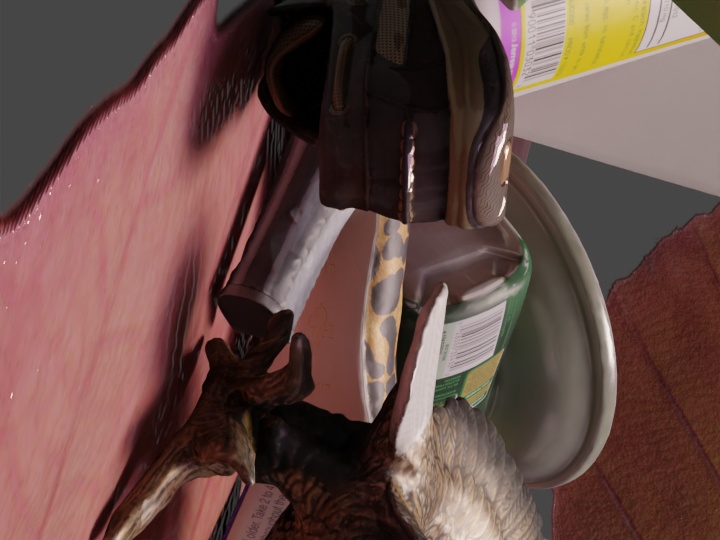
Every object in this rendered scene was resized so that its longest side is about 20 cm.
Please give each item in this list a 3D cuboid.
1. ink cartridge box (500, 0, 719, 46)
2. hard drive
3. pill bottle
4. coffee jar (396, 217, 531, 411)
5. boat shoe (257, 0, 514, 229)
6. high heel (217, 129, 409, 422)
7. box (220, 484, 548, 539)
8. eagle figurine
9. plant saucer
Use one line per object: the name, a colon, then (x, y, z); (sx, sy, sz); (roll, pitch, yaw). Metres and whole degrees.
ink cartridge box: (0.060, -0.108, 0.603); (0.048, 0.200, 0.146); (-41, 173, 0)
hard drive: (0.128, -0.128, 1.117); (0.027, 0.199, 0.133); (-51, 156, -61)
pill bottle: (0.104, -0.138, 0.838); (0.104, 0.199, 0.105); (51, -29, 44)
coffee jar: (0.016, 0.049, 0.965); (0.085, 0.104, 0.201); (-22, 143, -28)
boat shoe: (0.001, -0.081, 0.706); (0.200, 0.073, 0.075); (-107, -163, -61)
high heel: (0.000, 0.000, 0.845); (0.200, 0.071, 0.143); (76, 35, -59)
box: (0.017, 0.199, 0.882); (0.184, 0.199, 0.105); (-66, 170, -56)
eagle figurine: (0.008, 0.111, 0.733); (0.152, 0.200, 0.151); (-47, -166, -20)
plant saucer: (0.046, 0.025, 1.037); (0.050, 0.200, 0.201); (-23, 142, -29)
